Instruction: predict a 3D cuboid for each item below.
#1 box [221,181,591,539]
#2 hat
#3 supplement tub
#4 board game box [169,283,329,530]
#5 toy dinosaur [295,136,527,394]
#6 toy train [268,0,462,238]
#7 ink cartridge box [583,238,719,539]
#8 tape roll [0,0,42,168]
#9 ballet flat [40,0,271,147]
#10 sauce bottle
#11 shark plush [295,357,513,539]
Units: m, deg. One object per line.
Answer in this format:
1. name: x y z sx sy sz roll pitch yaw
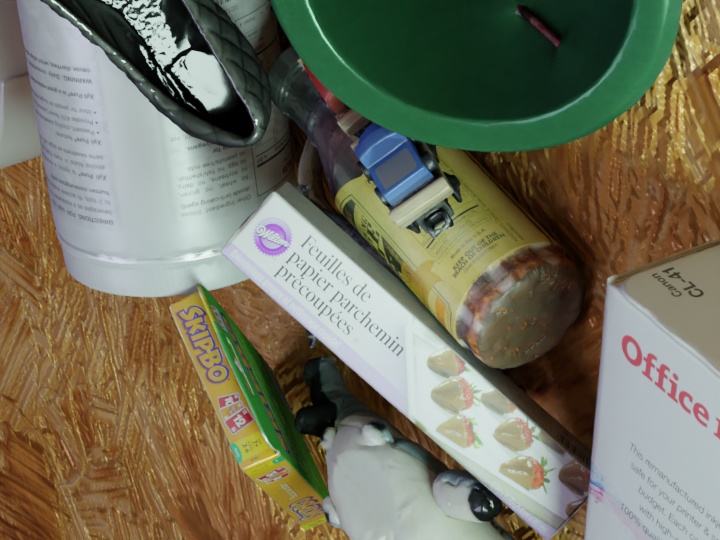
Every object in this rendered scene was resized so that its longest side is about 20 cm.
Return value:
1. box: 0.025 0.040 1.138 0.200 0.039 0.041 41 -169 -2
2. hat: 0.055 -0.162 1.075 0.200 0.176 0.166 7 124 16
3. supplement tub: -0.105 -0.102 1.285 0.132 0.132 0.200 30 132 52
4. board game box: -0.055 0.075 1.324 0.200 0.030 0.096 68 176 -72
5. toy dinosaur: 0.000 0.000 1.211 0.047 0.088 0.200 -48 60 23
6. toy train: -0.004 -0.086 1.138 0.046 0.034 0.200 49 -172 -47
7. ink cartridge box: 0.162 0.107 0.983 0.148 0.085 0.200 43 141 43
8. tape roll: -0.238 -0.162 1.556 0.202 0.071 0.203 39 139 45
9. ballet flat: -0.112 -0.133 1.166 0.200 0.066 0.057 41 -178 -22
10. sauce bottle: 0.024 -0.037 1.166 0.200 0.066 0.066 49 146 38
11. shark plush: 0.020 0.119 1.248 0.200 0.083 0.091 34 101 45
